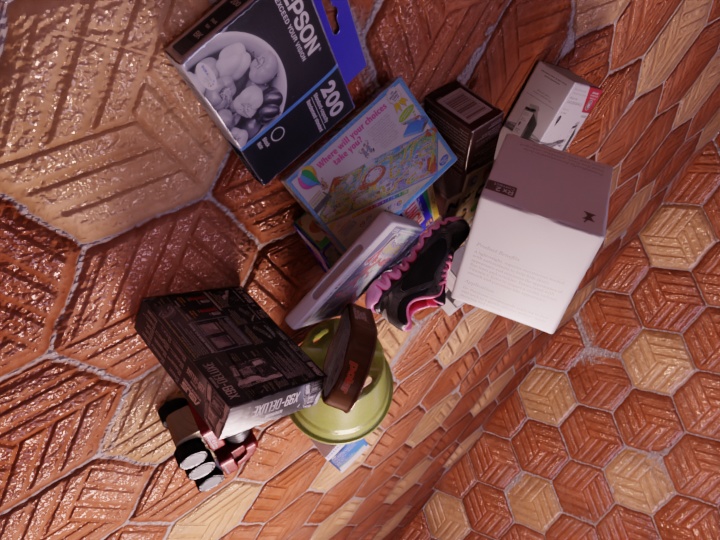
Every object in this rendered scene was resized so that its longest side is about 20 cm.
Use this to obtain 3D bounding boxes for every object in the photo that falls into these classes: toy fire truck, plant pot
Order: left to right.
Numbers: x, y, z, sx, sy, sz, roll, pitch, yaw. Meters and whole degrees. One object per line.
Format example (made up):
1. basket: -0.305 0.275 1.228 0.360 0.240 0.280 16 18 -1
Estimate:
1. toy fire truck: -0.204 0.230 0.952 0.198 0.129 0.177 -26 148 -16
2. plant pot: -0.034 0.166 0.959 0.200 0.201 0.185 -37 164 -17

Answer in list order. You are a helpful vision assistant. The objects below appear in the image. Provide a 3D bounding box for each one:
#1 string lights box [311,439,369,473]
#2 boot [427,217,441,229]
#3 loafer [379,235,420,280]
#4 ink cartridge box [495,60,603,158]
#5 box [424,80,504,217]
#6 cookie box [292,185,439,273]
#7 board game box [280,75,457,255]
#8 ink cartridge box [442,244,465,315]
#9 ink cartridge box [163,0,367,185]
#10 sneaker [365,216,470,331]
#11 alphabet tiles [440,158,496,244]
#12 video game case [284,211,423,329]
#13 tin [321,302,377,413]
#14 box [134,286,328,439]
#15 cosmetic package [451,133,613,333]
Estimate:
1. string lights box: -0.046 0.432 1.476 0.103 0.059 0.201 -41 152 -12
2. boot: 0.194 -0.082 1.131 0.199 0.073 0.091 -28 153 -33
3. loafer: 0.015 -0.007 1.000 0.199 0.072 0.063 -40 172 0
4. ink cartridge box: 0.332 -0.261 1.080 0.146 0.083 0.202 -12 136 -48
5. box: 0.149 -0.174 0.917 0.075 0.100 0.201 -32 150 -24
6. cookie box: 0.017 -0.077 0.885 0.200 0.075 0.171 -43 152 -7
7. board game box: 0.014 -0.131 0.768 0.200 0.034 0.135 -43 110 -7
8. ink cartridge box: 0.227 0.000 1.205 0.144 0.084 0.200 -38 169 -13
9. ink cartridge box: -0.074 -0.214 0.617 0.200 0.043 0.198 -45 152 -7
10. sneaker: 0.102 0.009 0.871 0.200 0.095 0.079 -45 151 -8
11. alphabet tiles: 0.195 -0.110 0.953 0.199 0.006 0.168 -30 147 -31
12. video game case: 0.000 0.000 0.794 0.182 0.023 0.200 -47 170 12
13. tin: -0.016 0.108 0.780 0.200 0.041 0.113 -109 -136 -79
14. box: -0.160 0.102 0.735 0.157 0.200 0.050 -8 131 -51
15. cosmetic package: 0.245 -0.053 0.860 0.202 0.163 0.166 99 15 -46
